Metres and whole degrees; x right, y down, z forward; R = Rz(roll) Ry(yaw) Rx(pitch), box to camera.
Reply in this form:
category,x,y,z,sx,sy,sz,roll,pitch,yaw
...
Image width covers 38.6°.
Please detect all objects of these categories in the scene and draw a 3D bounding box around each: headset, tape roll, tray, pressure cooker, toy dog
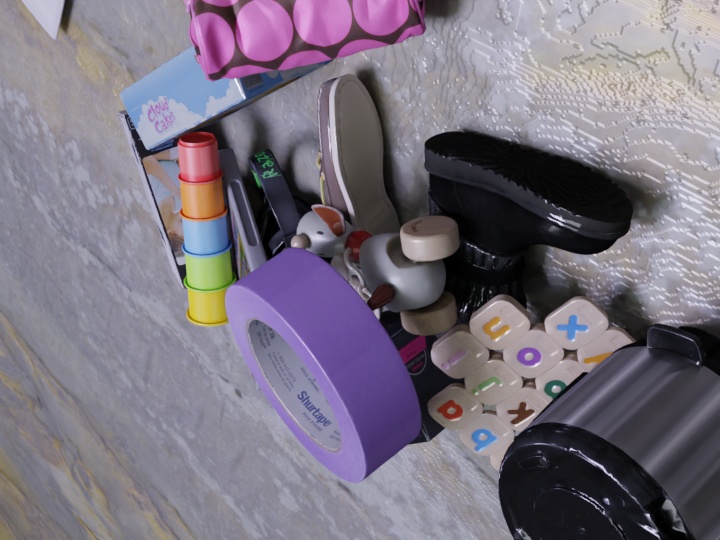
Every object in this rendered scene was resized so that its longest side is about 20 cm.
category,x,y,z,sx,sy,sz,roll,pitch,yaw
headset,-0.080,-0.024,1.056,0.124,0.093,0.202,-122,9,-57
tape roll,-0.035,0.082,0.893,0.200,0.065,0.201,45,156,26
tray,-0.370,-0.379,1.214,0.108,0.022,0.200,50,142,11
pressure cooker,0.224,0.151,0.780,0.179,0.199,0.176,51,147,10
toy dog,0.000,0.000,0.894,0.199,0.096,0.134,-9,101,53

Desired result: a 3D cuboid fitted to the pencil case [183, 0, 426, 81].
category,x,y,z,sx,sy,sz,roll,pitch,yaw
pencil case,-0.048,-0.219,0.842,0.094,0.197,0.092,63,-164,-59

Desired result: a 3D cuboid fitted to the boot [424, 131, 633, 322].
category,x,y,z,sx,sy,sz,roll,pitch,yaw
boot,0.132,-0.016,0.862,0.210,0.079,0.160,30,130,45

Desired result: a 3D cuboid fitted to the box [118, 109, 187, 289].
category,x,y,z,sx,sy,sz,roll,pitch,yaw
box,-0.211,-0.090,1.166,0.117,0.059,0.203,-150,42,-72

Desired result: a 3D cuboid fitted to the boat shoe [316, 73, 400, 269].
category,x,y,z,sx,sy,sz,roll,pitch,yaw
boat shoe,-0.012,-0.090,0.982,0.059,0.072,0.202,12,130,39

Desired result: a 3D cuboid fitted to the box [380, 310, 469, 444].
category,x,y,z,sx,sy,sz,roll,pitch,yaw
box,0.022,0.108,1.038,0.199,0.122,0.107,-21,99,52

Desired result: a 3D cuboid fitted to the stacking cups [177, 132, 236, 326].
category,x,y,z,sx,sy,sz,roll,pitch,yaw
stacking cups,-0.158,-0.043,1.078,0.060,0.060,0.203,23,123,36

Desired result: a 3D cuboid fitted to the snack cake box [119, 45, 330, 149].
category,x,y,z,sx,sy,sz,roll,pitch,yaw
snack cake box,-0.137,-0.189,1.013,0.199,0.115,0.068,-13,106,51

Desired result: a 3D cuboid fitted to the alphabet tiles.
category,x,y,z,sx,sy,sz,roll,pitch,yaw
alphabet tiles,0.161,0.106,0.893,0.199,0.015,0.195,39,125,-14

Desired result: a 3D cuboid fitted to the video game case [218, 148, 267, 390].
category,x,y,z,sx,sy,sz,roll,pitch,yaw
video game case,-0.125,0.002,1.120,0.201,0.022,0.184,98,157,-52
